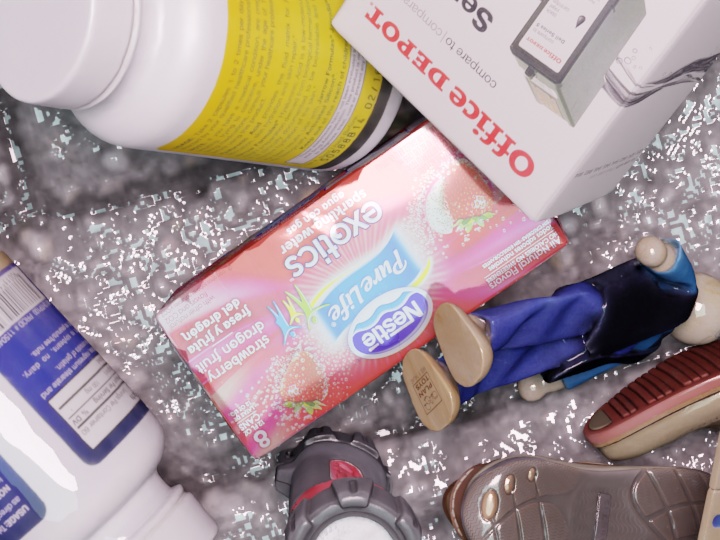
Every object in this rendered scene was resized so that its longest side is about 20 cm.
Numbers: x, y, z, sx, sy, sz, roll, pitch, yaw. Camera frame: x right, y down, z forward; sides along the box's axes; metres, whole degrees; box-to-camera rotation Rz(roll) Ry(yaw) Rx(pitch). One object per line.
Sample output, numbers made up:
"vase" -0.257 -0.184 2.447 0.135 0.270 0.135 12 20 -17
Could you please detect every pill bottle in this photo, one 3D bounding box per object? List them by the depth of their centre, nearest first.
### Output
"pill bottle" -0.078 -0.111 0.844 0.111 0.199 0.112 -2 87 42
"pill bottle" -0.174 0.094 0.911 0.120 0.120 0.200 -41 94 3

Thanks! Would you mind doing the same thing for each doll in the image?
"doll" 0.116 0.032 0.903 0.199 0.137 0.049 -12 60 -34

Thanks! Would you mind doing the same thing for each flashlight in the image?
"flashlight" -0.005 0.122 0.874 0.068 0.200 0.068 -35 94 3

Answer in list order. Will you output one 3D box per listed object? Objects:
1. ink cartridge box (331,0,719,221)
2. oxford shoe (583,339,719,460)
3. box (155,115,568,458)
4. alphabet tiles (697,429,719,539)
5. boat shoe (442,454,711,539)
"ink cartridge box" 0.101 -0.145 0.787 0.146 0.084 0.200 45 124 16
"oxford shoe" 0.221 0.071 0.937 0.199 0.070 0.075 -22 101 3
"box" 0.000 0.000 0.913 0.200 0.100 0.096 -35 95 2
"alphabet tiles" 0.251 0.124 0.911 0.199 0.006 0.167 0 104 -35
"boat shoe" 0.136 0.137 0.943 0.199 0.072 0.076 17 82 -21
